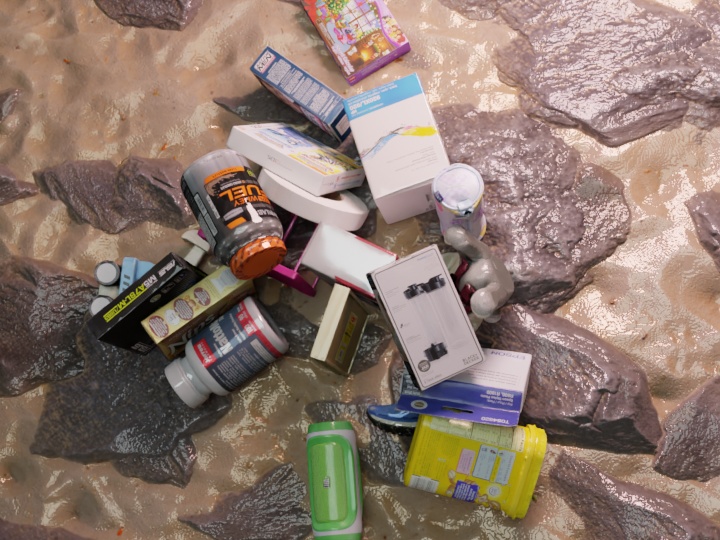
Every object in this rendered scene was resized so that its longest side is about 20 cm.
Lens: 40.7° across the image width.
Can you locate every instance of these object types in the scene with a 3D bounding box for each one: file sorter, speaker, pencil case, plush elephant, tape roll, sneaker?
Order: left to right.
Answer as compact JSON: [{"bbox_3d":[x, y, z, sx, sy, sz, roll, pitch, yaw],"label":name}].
[{"bbox_3d":[-0.158,-0.061,1.734,0.200,0.139,0.126,24,81,16],"label":"file sorter"},{"bbox_3d":[-0.084,-0.131,1.705,0.203,0.203,0.037,30,107,17],"label":"tape roll"},{"bbox_3d":[-0.044,0.359,1.636,0.088,0.088,0.200,-8,75,10],"label":"speaker"},{"bbox_3d":[0.109,0.231,1.647,0.200,0.079,0.089,-3,69,3],"label":"sneaker"},{"bbox_3d":[0.170,0.032,1.641,0.155,0.200,0.165,-31,71,27],"label":"plush elephant"},{"bbox_3d":[0.171,-0.106,1.644,0.083,0.200,0.091,-34,72,-3],"label":"pencil case"}]

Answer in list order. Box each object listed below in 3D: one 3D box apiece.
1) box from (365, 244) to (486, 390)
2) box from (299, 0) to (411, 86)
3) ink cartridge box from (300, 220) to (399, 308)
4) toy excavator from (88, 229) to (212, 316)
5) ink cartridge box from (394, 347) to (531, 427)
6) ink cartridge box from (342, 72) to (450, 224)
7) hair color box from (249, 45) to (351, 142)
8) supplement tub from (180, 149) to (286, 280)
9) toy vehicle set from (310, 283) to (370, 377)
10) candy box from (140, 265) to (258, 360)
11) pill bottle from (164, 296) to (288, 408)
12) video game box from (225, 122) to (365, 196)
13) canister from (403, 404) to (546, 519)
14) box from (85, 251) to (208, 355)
[{"bbox_3d":[0.101,0.072,1.515,0.117,0.060,0.200,-25,92,-7],"label":"box"},{"bbox_3d":[-0.011,-0.470,1.854,0.137,0.039,0.200,-31,72,2],"label":"box"},{"bbox_3d":[0.000,0.000,1.653,0.148,0.200,0.086,24,83,16],"label":"ink cartridge box"},{"bbox_3d":[-0.383,0.017,1.795,0.200,0.100,0.195,5,79,0],"label":"toy excavator"},{"bbox_3d":[0.171,0.179,1.582,0.199,0.200,0.041,7,112,13],"label":"ink cartridge box"},{"bbox_3d":[0.074,-0.211,1.716,0.145,0.147,0.200,-19,73,6],"label":"ink cartridge box"},{"bbox_3d":[-0.104,-0.327,1.807,0.200,0.100,0.061,38,88,18],"label":"hair color box"},{"bbox_3d":[-0.209,-0.092,1.616,0.122,0.123,0.200,-31,70,3],"label":"supplement tub"},{"bbox_3d":[-0.031,0.106,1.634,0.026,0.200,0.124,17,80,14],"label":"toy vehicle set"},{"bbox_3d":[-0.281,0.069,1.718,0.200,0.115,0.055,-35,73,-11],"label":"candy box"},{"bbox_3d":[-0.238,0.149,1.708,0.200,0.120,0.120,-37,72,1],"label":"pill bottle"},{"bbox_3d":[-0.111,-0.203,1.737,0.200,0.182,0.047,29,113,16],"label":"video game box"},{"bbox_3d":[0.182,0.303,1.563,0.200,0.087,0.149,15,103,0],"label":"canister"},{"bbox_3d":[-0.360,0.063,1.713,0.193,0.200,0.048,-42,73,-1],"label":"box"}]
